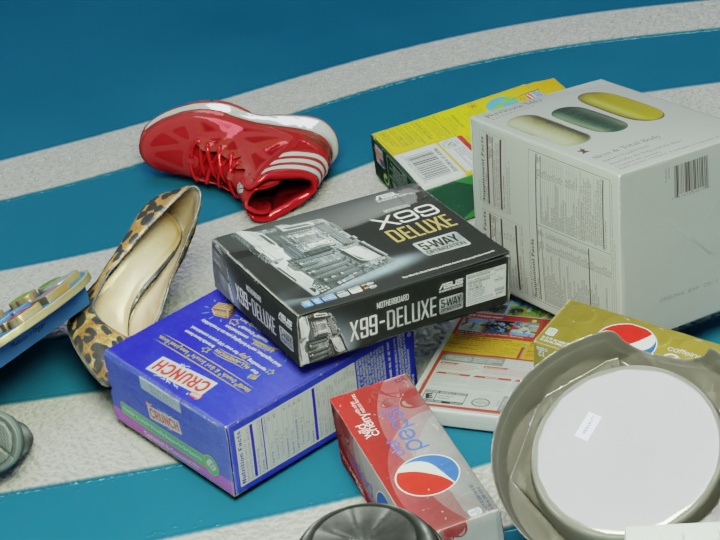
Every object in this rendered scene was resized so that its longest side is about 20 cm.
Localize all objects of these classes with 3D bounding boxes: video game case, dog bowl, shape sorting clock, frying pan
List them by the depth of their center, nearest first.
[{"bbox_3d":[-0.017,0.220,1.551,0.114,0.031,0.190,17,41,30],"label":"frying pan"},{"bbox_3d":[0.197,0.141,1.641,0.198,0.059,0.201,-9,54,12],"label":"dog bowl"},{"bbox_3d":[0.135,0.069,1.871,0.142,0.018,0.200,5,34,22],"label":"video game case"},{"bbox_3d":[-0.316,0.054,1.918,0.199,0.039,0.200,-28,12,6],"label":"shape sorting clock"}]

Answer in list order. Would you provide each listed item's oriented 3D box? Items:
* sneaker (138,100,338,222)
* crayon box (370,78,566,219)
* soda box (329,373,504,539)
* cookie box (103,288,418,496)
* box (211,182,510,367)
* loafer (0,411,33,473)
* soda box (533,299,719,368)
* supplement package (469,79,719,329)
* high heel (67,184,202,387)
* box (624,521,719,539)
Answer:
[{"bbox_3d":[-0.128,-0.104,2.161,0.198,0.079,0.116,-2,31,13],"label":"sneaker"},{"bbox_3d":[0.125,-0.112,2.134,0.199,0.051,0.127,-19,33,-14],"label":"crayon box"},{"bbox_3d":[0.042,0.161,1.703,0.070,0.064,0.200,-18,32,-11],"label":"soda box"},{"bbox_3d":[-0.081,0.081,1.851,0.199,0.076,0.171,-28,37,-31],"label":"cookie box"},{"bbox_3d":[0.000,0.000,1.846,0.199,0.050,0.158,-16,31,-24],"label":"box"},{"bbox_3d":[-0.366,0.143,1.851,0.198,0.073,0.063,1,-2,10],"label":"loafer"},{"bbox_3d":[0.236,0.090,1.750,0.199,0.064,0.068,18,39,26],"label":"soda box"},{"bbox_3d":[0.211,-0.053,1.887,0.151,0.152,0.200,-18,25,-30],"label":"supplement package"},{"bbox_3d":[-0.186,0.009,1.934,0.071,0.143,0.200,33,21,-18],"label":"high heel"},{"bbox_3d":[0.276,0.239,1.487,0.198,0.098,0.125,-4,32,8],"label":"box"}]
